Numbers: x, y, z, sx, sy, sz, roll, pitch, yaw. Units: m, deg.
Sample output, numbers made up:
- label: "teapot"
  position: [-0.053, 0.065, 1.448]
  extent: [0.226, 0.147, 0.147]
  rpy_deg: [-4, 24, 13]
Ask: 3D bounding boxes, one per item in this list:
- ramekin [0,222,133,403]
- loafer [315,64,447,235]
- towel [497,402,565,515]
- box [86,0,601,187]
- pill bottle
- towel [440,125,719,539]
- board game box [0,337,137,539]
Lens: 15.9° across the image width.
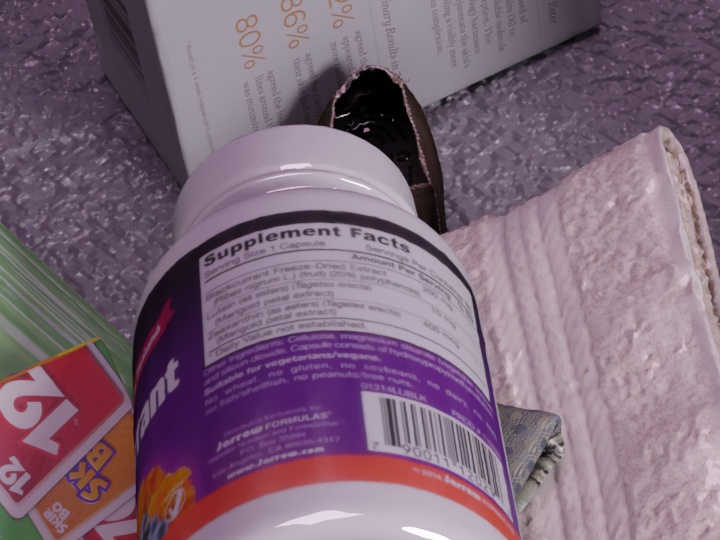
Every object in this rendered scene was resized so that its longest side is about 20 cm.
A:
- label: "ramekin"
  position: [-0.164, 0.071, 0.875]
  extent: [0.098, 0.200, 0.200]
  rpy_deg: [39, 54, -14]
- label: "loafer"
  position: [0.000, 0.000, 0.988]
  extent: [0.073, 0.071, 0.200]
  rpy_deg: [-8, 48, 2]
- label: "towel"
  position: [-0.048, 0.116, 0.842]
  extent: [0.192, 0.035, 0.200]
  rpy_deg: [5, 49, 37]
- label: "box"
  position: [-0.013, -0.146, 1.064]
  extent: [0.200, 0.153, 0.106]
  rpy_deg: [-25, 49, -14]
- label: "pill bottle"
  position: [-0.014, 0.046, 0.779]
  extent: [0.111, 0.112, 0.200]
  rpy_deg: [-9, 39, 1]
- label: "towel"
  position: [0.066, 0.056, 0.862]
  extent: [0.132, 0.034, 0.200]
  rpy_deg: [-26, 51, 22]
- label: "board game box"
  position: [-0.135, 0.097, 0.749]
  extent: [0.200, 0.030, 0.096]
  rpy_deg: [-25, 91, -39]
